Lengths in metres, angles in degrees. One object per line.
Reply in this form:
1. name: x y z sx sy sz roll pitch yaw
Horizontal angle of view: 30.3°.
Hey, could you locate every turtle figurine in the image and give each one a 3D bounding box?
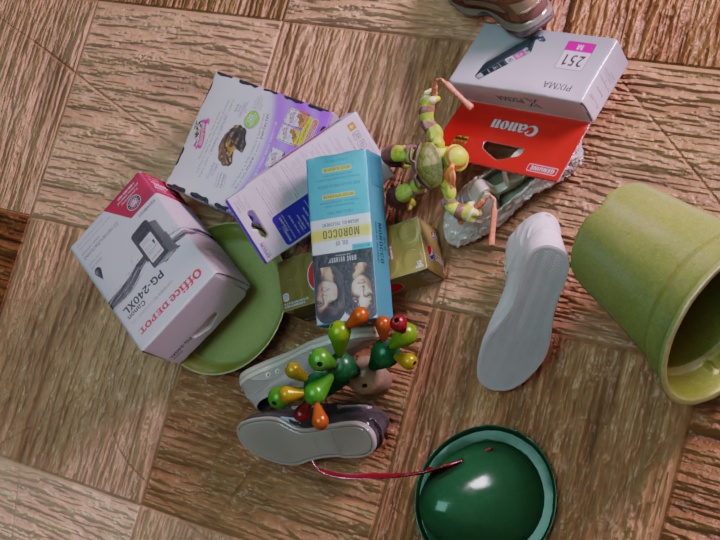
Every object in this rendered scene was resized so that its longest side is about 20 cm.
1. turtle figurine: 0.084 -0.112 1.554 0.161 0.064 0.202 -14 96 60

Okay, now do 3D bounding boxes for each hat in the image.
1. hat: 0.095 0.246 1.443 0.199 0.176 0.167 -31 65 17

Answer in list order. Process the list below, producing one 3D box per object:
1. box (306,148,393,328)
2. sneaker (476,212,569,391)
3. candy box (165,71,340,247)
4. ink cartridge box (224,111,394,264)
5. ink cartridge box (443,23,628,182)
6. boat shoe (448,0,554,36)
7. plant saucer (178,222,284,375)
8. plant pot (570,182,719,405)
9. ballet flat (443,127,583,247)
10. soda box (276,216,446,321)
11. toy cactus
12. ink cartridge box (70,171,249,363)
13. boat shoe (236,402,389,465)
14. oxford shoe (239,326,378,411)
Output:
1. box: -0.014 -0.036 1.569 0.082 0.049 0.202 -8 80 24
2. sneaker: 0.187 0.033 1.522 0.073 0.116 0.201 18 118 -5
3. candy box: -0.131 -0.146 1.727 0.199 0.071 0.169 23 88 29
4. ink cartridge box: -0.064 -0.102 1.634 0.199 0.037 0.095 -35 103 -13
5. ink cartridge box: 0.186 -0.200 1.550 0.199 0.044 0.174 17 67 42
6. boat shoe: 0.158 -0.349 1.610 0.076 0.072 0.200 -43 41 -11
7. plant saucer: -0.174 0.038 1.722 0.198 0.031 0.202 -8 73 26
8. plant pot: 0.327 0.007 1.399 0.201 0.200 0.184 -53 49 5
9. ballet flat: 0.169 -0.106 1.567 0.199 0.072 0.072 -36 63 15
10. soda box: 0.000 0.000 1.624 0.199 0.064 0.068 -17 70 21
11. toy cactus: -0.004 0.120 1.535 0.200 0.165 0.103 -38 63 14
12. ink cartridge box: -0.259 -0.003 1.712 0.145 0.083 0.200 -46 61 9
13. boat shoe: -0.055 0.195 1.613 0.198 0.057 0.067 -3 110 30
14. oxford shoe: -0.059 0.119 1.619 0.199 0.075 0.058 -26 71 22
